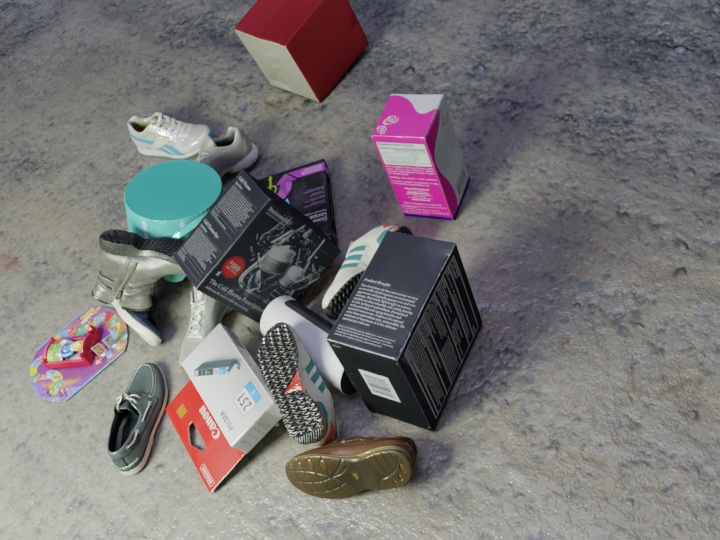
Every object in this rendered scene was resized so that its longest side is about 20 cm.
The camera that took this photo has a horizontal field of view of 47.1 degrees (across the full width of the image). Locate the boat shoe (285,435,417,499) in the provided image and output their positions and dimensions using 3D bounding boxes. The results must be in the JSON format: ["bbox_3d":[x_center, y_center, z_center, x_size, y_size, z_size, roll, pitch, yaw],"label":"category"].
[{"bbox_3d":[-0.011,0.274,1.172,0.198,0.073,0.068,-12,16,23],"label":"boat shoe"}]

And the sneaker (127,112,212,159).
[{"bbox_3d":[-0.410,-0.292,1.768,0.198,0.081,0.077,1,52,21],"label":"sneaker"}]

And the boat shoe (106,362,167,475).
[{"bbox_3d":[-0.367,0.228,1.346,0.072,0.062,0.202,-11,49,17],"label":"boat shoe"}]

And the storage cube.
[{"bbox_3d":[-0.120,-0.491,1.737,0.170,0.200,0.180,28,73,35],"label":"storage cube"}]

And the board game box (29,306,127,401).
[{"bbox_3d":[-0.521,0.137,1.496,0.200,0.039,0.158,-41,50,-13],"label":"board game box"}]

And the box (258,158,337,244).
[{"bbox_3d":[-0.121,-0.111,1.536,0.141,0.036,0.201,-17,50,9],"label":"box"}]

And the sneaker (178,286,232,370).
[{"bbox_3d":[-0.271,0.073,1.412,0.075,0.092,0.202,2,55,23],"label":"sneaker"}]

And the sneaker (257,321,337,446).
[{"bbox_3d":[-0.088,0.175,1.237,0.070,0.093,0.201,-31,60,11],"label":"sneaker"}]

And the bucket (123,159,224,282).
[{"bbox_3d":[-0.330,-0.095,1.507,0.204,0.136,0.209,-1,44,1],"label":"bucket"}]

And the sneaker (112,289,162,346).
[{"bbox_3d":[-0.395,0.055,1.488,0.084,0.075,0.200,-42,50,-11],"label":"sneaker"}]

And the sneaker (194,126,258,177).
[{"bbox_3d":[-0.306,-0.217,1.648,0.199,0.092,0.076,-37,49,-8],"label":"sneaker"}]

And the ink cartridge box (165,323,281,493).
[{"bbox_3d":[-0.225,0.210,1.283,0.176,0.045,0.200,-47,48,3],"label":"ink cartridge box"}]

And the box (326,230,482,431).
[{"bbox_3d":[0.071,0.087,1.192,0.122,0.201,0.199,13,58,30],"label":"box"}]

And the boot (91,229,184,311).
[{"bbox_3d":[-0.357,0.011,1.414,0.198,0.132,0.068,12,28,-1],"label":"boot"}]

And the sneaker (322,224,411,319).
[{"bbox_3d":[0.000,-0.001,1.380,0.200,0.070,0.093,-48,33,-15],"label":"sneaker"}]

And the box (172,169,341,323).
[{"bbox_3d":[-0.166,-0.028,1.348,0.183,0.200,0.104,-51,49,5],"label":"box"}]

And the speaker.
[{"bbox_3d":[-0.068,0.117,1.303,0.199,0.082,0.081,30,68,38],"label":"speaker"}]

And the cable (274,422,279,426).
[{"bbox_3d":[-0.171,0.173,1.318,0.199,0.051,0.097,23,65,33],"label":"cable"}]

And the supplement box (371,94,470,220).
[{"bbox_3d":[0.106,-0.190,1.396,0.102,0.201,0.102,8,56,27],"label":"supplement box"}]
